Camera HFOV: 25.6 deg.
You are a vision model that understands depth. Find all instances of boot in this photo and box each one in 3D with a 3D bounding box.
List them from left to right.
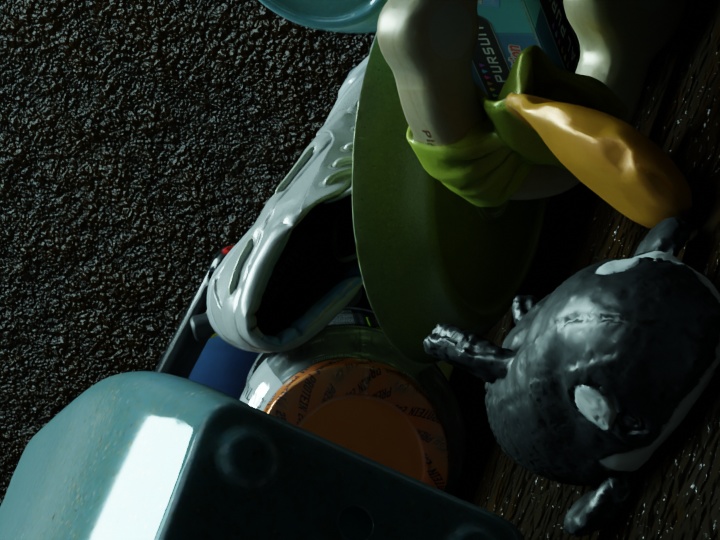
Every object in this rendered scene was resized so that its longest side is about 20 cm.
[{"bbox_3d":[0.004,-0.039,0.780,0.200,0.073,0.096,-55,15,-7],"label":"boot"}]

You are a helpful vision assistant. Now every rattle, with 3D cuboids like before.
[{"bbox_3d":[0.113,-0.109,0.605,0.200,0.131,0.143,-35,12,-26],"label":"rattle"}]

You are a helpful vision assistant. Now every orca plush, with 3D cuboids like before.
[{"bbox_3d":[0.059,0.021,0.529,0.200,0.071,0.106,-96,26,-84],"label":"orca plush"}]

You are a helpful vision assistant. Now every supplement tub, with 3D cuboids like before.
[{"bbox_3d":[-0.007,0.086,0.854,0.200,0.122,0.123,-121,51,-87],"label":"supplement tub"}]

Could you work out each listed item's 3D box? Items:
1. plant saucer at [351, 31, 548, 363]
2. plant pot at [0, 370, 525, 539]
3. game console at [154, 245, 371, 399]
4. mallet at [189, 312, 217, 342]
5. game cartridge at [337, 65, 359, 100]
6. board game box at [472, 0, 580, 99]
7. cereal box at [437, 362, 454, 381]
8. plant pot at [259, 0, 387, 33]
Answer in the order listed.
[{"bbox_3d":[0.054,-0.053,0.780,0.200,0.031,0.201,-17,-71,-60],"label":"plant saucer"},{"bbox_3d":[-0.045,0.145,0.561,0.200,0.195,0.197,-50,18,58],"label":"plant pot"},{"bbox_3d":[-0.065,0.076,0.995,0.176,0.031,0.201,4,-60,-53],"label":"game console"},{"bbox_3d":[0.000,0.000,0.894,0.066,0.199,0.041,123,128,-79],"label":"mallet"},{"bbox_3d":[-0.001,-0.038,1.103,0.133,0.041,0.201,-64,-24,-77],"label":"game cartridge"},{"bbox_3d":[0.093,-0.170,0.752,0.151,0.047,0.201,58,-135,-51],"label":"board game box"},{"bbox_3d":[0.025,0.089,1.076,0.200,0.039,0.145,-115,45,-87],"label":"cereal box"},{"bbox_3d":[-0.005,-0.202,0.819,0.200,0.199,0.135,113,-178,-48],"label":"plant pot"}]
